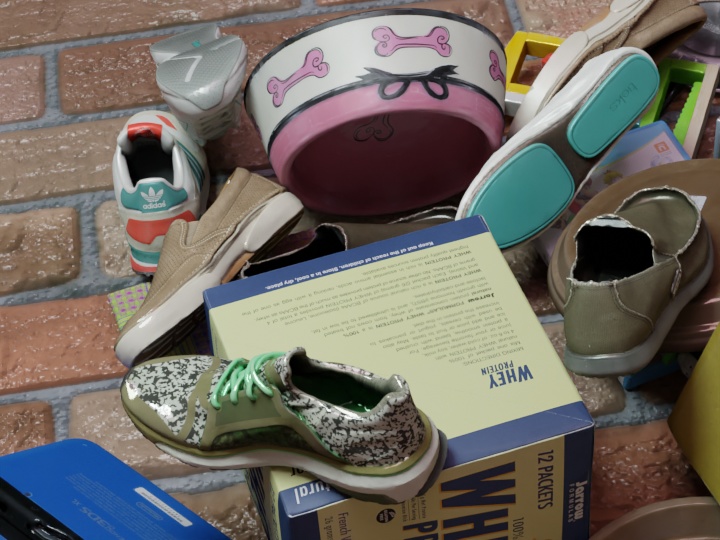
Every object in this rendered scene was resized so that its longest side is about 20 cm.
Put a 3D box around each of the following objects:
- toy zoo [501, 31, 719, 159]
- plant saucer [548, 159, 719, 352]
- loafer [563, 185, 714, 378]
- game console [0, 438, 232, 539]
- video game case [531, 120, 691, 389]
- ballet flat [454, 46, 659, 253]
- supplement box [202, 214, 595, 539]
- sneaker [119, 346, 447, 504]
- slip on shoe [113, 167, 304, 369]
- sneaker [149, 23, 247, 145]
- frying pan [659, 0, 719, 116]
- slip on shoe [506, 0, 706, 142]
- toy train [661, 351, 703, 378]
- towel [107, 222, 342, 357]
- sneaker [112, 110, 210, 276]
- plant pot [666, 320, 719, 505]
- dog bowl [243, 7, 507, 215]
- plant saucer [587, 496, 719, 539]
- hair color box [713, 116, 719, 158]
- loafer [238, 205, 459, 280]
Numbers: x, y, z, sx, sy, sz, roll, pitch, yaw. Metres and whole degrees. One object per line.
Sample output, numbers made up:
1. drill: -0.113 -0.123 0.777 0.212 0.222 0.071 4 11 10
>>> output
1. toy zoo: 0.171 -0.125 1.516 0.199 0.021 0.132 13 57 16
2. plant saucer: 0.226 -0.017 1.322 0.199 0.030 0.201 -12 35 8
3. loafer: 0.177 -0.008 1.217 0.075 0.070 0.200 -1 28 22
4. game console: -0.182 0.213 1.219 0.199 0.119 0.170 31 23 30
5. video game case: 0.208 -0.016 1.400 0.142 0.018 0.201 -19 55 -14
6. ballet flat: 0.135 -0.085 1.382 0.200 0.070 0.069 -45 55 -13
7. supplement box: 0.023 0.099 1.234 0.199 0.135 0.200 -16 46 -11
8. sneaker: -0.047 0.068 1.113 0.199 0.089 0.077 9 47 15
9. slip on shoe: -0.117 -0.006 1.352 0.061 0.076 0.200 42 53 3
10. sneaker: -0.113 -0.135 1.449 0.070 0.081 0.200 -19 15 -3
11. frying pan: 0.262 -0.175 1.571 0.189 0.031 0.115 -21 46 -20
12. slip on shoe: 0.189 -0.153 1.472 0.060 0.076 0.200 38 62 14
13. toy train: 0.287 0.017 1.341 0.199 0.042 0.057 -29 69 -20
14. towel: -0.070 0.038 1.384 0.199 0.023 0.144 -17 47 -11
15. sneaker: -0.152 -0.085 1.453 0.070 0.094 0.200 -6 36 -2
16. plant pot: 0.334 0.072 1.167 0.193 0.201 0.196 -9 43 -21
17. dog bowl: 0.016 -0.109 1.413 0.199 0.200 0.074 -8 66 -4
18. plant saucer: 0.216 0.224 1.169 0.199 0.030 0.201 -2 45 2
19. hair color box: 0.366 -0.132 1.494 0.099 0.061 0.200 26 53 27
20. loafer: 0.000 0.000 1.349 0.199 0.072 0.073 -23 47 -17
